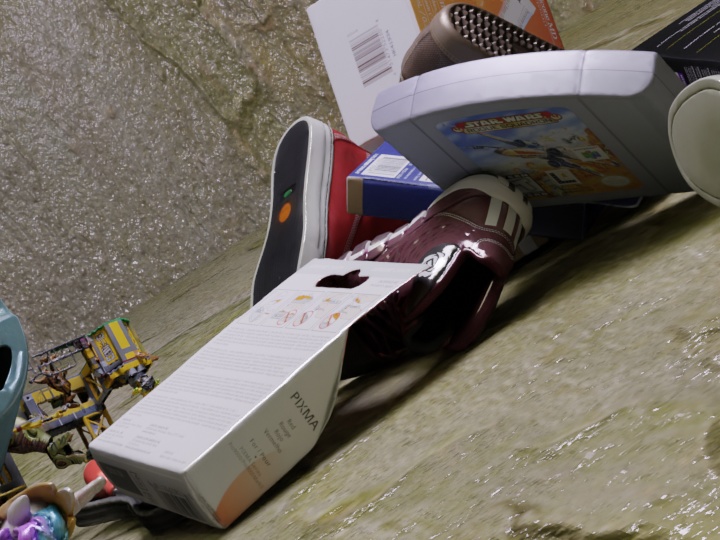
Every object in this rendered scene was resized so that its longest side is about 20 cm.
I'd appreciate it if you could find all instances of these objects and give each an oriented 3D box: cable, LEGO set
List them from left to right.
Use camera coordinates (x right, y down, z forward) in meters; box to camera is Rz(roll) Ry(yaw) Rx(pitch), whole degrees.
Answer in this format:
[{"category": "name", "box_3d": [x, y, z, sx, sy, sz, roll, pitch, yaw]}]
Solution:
[{"category": "LEGO set", "box_3d": [-0.223, 0.131, 1.392, 0.200, 0.116, 0.154, -18, -19, -40]}, {"category": "cable", "box_3d": [-0.152, 0.140, 1.279, 0.097, 0.050, 0.200, -30, 6, -7]}]

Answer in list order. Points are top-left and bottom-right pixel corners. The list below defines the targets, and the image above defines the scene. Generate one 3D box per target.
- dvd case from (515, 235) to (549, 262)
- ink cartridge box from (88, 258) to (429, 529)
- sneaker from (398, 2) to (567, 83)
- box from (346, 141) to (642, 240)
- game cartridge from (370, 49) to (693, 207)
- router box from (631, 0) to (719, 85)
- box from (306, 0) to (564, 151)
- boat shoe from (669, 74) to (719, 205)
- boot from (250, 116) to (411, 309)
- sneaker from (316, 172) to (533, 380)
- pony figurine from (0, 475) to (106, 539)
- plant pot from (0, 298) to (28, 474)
[{"category": "dvd case", "box_3d": [0.047, 0.018, 1.414, 0.200, 0.016, 0.149, -33, 5, 5]}, {"category": "ink cartridge box", "box_3d": [-0.056, 0.070, 1.190, 0.200, 0.050, 0.162, -38, 18, -22]}, {"category": "sneaker", "box_3d": [0.117, -0.103, 1.276, 0.076, 0.200, 0.071, -46, 22, 39]}, {"category": "box", "box_3d": [0.102, -0.059, 1.349, 0.200, 0.032, 0.121, 6, 20, 17]}, {"category": "game cartridge", "box_3d": [0.112, -0.085, 1.189, 0.200, 0.133, 0.042, -5, 66, 36]}, {"category": "router box", "box_3d": [0.312, -0.183, 1.379, 0.200, 0.051, 0.149, -34, 19, -12]}, {"category": "box", "box_3d": [0.071, -0.168, 1.544, 0.097, 0.125, 0.200, -27, -14, 36]}, {"category": "boat shoe", "box_3d": [0.227, -0.081, 0.991, 0.066, 0.075, 0.199, -20, -4, -19]}, {"category": "boot", "box_3d": [0.000, 0.000, 1.406, 0.072, 0.144, 0.200, -29, 44, 48]}, {"category": "sneaker", "box_3d": [0.023, 0.028, 1.222, 0.200, 0.076, 0.116, -43, 18, 32]}, {"category": "pony figurine", "box_3d": [-0.227, 0.175, 1.047, 0.193, 0.167, 0.200, -26, -11, -17]}, {"category": "plant pot", "box_3d": [-0.295, 0.098, 1.165, 0.200, 0.200, 0.196, -38, -15, -43]}]
